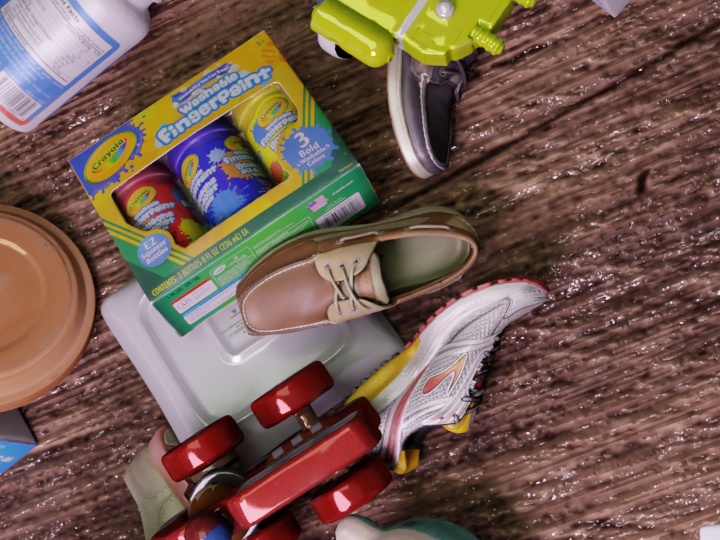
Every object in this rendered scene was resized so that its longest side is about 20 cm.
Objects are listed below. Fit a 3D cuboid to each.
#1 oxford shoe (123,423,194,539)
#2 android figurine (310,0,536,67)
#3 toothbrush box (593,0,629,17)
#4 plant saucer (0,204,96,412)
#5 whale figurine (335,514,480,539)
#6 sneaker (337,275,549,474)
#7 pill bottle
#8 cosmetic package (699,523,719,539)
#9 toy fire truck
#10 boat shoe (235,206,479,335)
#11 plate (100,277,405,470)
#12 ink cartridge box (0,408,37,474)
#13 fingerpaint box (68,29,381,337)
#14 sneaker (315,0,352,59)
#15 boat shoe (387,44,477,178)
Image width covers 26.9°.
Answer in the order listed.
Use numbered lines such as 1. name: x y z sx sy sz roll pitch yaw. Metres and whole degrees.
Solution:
1. oxford shoe: -0.129 0.227 1.239 0.074 0.071 0.200 -43 62 25
2. android figurine: 0.043 -0.243 1.191 0.200 0.041 0.182 36 85 12
3. toothbrush box: 0.191 -0.297 1.130 0.085 0.200 0.147 43 98 23
4. plant saucer: -0.330 0.027 1.305 0.200 0.032 0.201 4 62 -7
5. whale figurine: 0.027 0.255 1.162 0.200 0.104 0.160 -18 98 40
6. sneaker: 0.076 0.080 1.182 0.200 0.078 0.082 -46 72 18
7. pill bottle: -0.257 -0.224 1.335 0.200 0.112 0.112 -37 70 10
8. cosmetic package: 0.340 0.215 0.983 0.199 0.200 0.123 -10 77 18
9. toy fire truck: -0.071 0.156 1.115 0.200 0.168 0.112 -32 89 5
10. boat shoe: 0.000 0.000 1.179 0.199 0.074 0.076 -21 104 -7
11. plate: -0.096 0.045 1.249 0.199 0.032 0.200 -35 69 0
12. ink cartridge box: -0.412 0.151 1.342 0.200 0.084 0.146 -38 70 10
13. fingerpaint box: -0.113 -0.074 1.238 0.200 0.073 0.167 -33 60 -1
14. sneaker: -0.035 -0.289 1.284 0.146 0.081 0.201 19 90 28
15. boat shoe: 0.063 -0.176 1.228 0.065 0.072 0.201 -7 72 24
